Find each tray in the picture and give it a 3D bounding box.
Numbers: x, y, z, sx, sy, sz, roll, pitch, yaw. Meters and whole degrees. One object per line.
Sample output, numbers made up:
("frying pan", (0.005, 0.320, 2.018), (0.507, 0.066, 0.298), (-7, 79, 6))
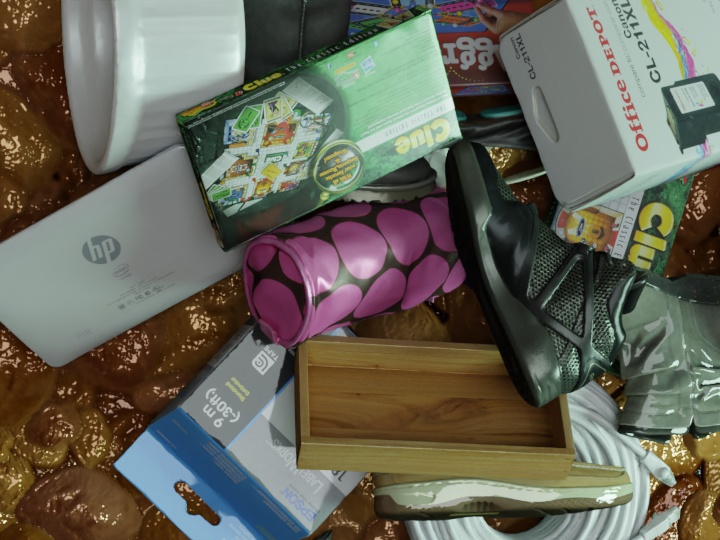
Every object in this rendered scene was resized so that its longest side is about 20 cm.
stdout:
("tray", (0.052, 0.101, 1.289), (0.198, 0.037, 0.099), (4, 48, -8))

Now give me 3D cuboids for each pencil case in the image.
("pencil case", (0.000, 0.000, 1.306), (0.199, 0.091, 0.094), (-15, 137, -44))

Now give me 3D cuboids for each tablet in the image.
("tablet", (-0.177, -0.007, 1.281), (0.199, 0.014, 0.130), (-28, 134, 11))

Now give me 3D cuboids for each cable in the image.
("cable", (0.127, 0.170, 1.388), (0.200, 0.069, 0.200), (-39, 97, -8))

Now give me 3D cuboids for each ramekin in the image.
("ramekin", (-0.150, -0.172, 1.262), (0.097, 0.200, 0.202), (-4, 92, -20))

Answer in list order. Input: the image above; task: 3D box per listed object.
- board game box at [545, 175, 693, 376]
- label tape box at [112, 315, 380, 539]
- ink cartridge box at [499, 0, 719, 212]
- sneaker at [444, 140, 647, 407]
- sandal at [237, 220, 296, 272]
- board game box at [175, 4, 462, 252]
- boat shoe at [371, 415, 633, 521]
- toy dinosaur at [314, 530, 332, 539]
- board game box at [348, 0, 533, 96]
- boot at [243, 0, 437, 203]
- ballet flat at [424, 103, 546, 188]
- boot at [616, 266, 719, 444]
("board game box", (0.198, -0.024, 1.415), (0.104, 0.023, 0.201), (18, 88, -14))
("label tape box", (-0.069, 0.127, 1.348), (0.144, 0.063, 0.200), (44, 82, -9))
("ink cartridge box", (0.221, -0.142, 1.342), (0.199, 0.083, 0.147), (-18, 84, -39))
("sneaker", (0.135, -0.011, 1.288), (0.113, 0.076, 0.201), (-21, 77, -11))
("sandal", (-0.145, -0.024, 1.332), (0.199, 0.057, 0.080), (-13, 94, -11))
("board game box", (-0.026, -0.101, 1.237), (0.199, 0.023, 0.105), (-26, 118, -18))
("boat shoe", (0.108, 0.145, 1.318), (0.198, 0.072, 0.077), (1, 75, -12))
("toy dinosaur", (-0.025, 0.257, 1.323), (0.199, 0.136, 0.103), (16, 89, -12))
("board game box", (0.040, -0.182, 1.366), (0.198, 0.019, 0.104), (-4, 67, -12))
("boot", (-0.020, -0.155, 1.285), (0.180, 0.073, 0.202), (4, 106, -13))
("ballet flat", (0.085, -0.099, 1.367), (0.198, 0.068, 0.069), (1, 100, -1))
("boot", (0.208, 0.065, 1.357), (0.198, 0.068, 0.132), (6, 82, -16))
